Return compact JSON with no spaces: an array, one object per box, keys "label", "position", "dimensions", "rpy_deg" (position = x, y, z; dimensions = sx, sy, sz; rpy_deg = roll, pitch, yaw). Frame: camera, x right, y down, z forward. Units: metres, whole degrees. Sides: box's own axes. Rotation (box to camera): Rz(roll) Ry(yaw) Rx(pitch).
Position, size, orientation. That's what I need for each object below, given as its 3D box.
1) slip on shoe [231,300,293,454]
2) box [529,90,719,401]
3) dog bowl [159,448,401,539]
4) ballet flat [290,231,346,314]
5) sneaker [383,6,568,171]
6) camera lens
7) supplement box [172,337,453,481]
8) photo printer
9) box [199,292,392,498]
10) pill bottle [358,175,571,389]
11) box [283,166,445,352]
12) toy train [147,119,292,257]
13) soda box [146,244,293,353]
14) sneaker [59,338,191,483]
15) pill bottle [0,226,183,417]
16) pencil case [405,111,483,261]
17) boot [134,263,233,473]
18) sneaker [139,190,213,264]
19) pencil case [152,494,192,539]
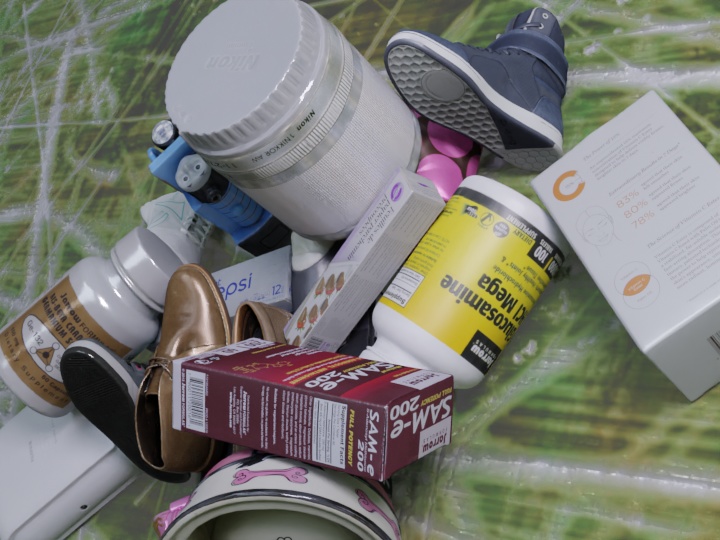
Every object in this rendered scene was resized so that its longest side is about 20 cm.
[{"label":"slip on shoe","position":[-0.092,0.118,0.948],"dimensions":[0.076,0.061,0.200],"rpy_deg":[-18,52,32]},{"label":"box","position":[0.241,-0.022,0.806],"dimensions":[0.124,0.097,0.200],"rpy_deg":[-37,45,15]},{"label":"dog bowl","position":[-0.057,0.222,0.832],"dimensions":[0.200,0.200,0.074],"rpy_deg":[-27,28,24]},{"label":"ballet flat","position":[-0.031,-0.040,1.033],"dimensions":[0.073,0.073,0.200],"rpy_deg":[-4,44,38]},{"label":"sneaker","position":[0.113,-0.199,0.965],"dimensions":[0.077,0.202,0.146],"rpy_deg":[-22,47,49]},{"label":"camera lens","position":[-0.052,-0.130,0.917],"dimensions":[0.160,0.200,0.160],"rpy_deg":[-18,55,27]},{"label":"supplement box","position":[-0.039,0.104,0.819],"dimensions":[0.200,0.109,0.061],"rpy_deg":[8,101,31]},{"label":"photo printer","position":[-0.332,0.206,1.154],"dimensions":[0.200,0.069,0.166],"rpy_deg":[-40,44,12]},{"label":"box","position":[-0.059,0.132,0.991],"dimensions":[0.200,0.050,0.199],"rpy_deg":[-18,51,31]},{"label":"pill bottle","position":[0.083,0.028,0.894],"dimensions":[0.112,0.112,0.200],"rpy_deg":[31,84,47]},{"label":"box","position":[0.000,0.000,0.922],"dimensions":[0.200,0.041,0.039],"rpy_deg":[-55,37,26]},{"label":"toy train","position":[-0.141,-0.090,1.106],"dimensions":[0.087,0.200,0.114],"rpy_deg":[-43,54,8]},{"label":"soda box","position":[-0.135,0.041,1.104],"dimensions":[0.200,0.063,0.068],"rpy_deg":[-19,51,30]},{"label":"sneaker","position":[-0.211,0.108,1.040],"dimensions":[0.084,0.200,0.121],"rpy_deg":[-8,42,25]},{"label":"pill bottle","position":[-0.276,0.051,1.084],"dimensions":[0.200,0.114,0.114],"rpy_deg":[-40,44,7]},{"label":"pencil case","position":[0.067,-0.111,1.016],"dimensions":[0.091,0.094,0.200],"rpy_deg":[-7,59,38]},{"label":"boot","position":[-0.169,0.090,0.975],"dimensions":[0.074,0.075,0.200],"rpy_deg":[-7,80,33]},{"label":"sneaker","position":[-0.207,-0.049,1.206],"dimensions":[0.080,0.070,0.200],"rpy_deg":[-34,31,4]},{"label":"pencil case","position":[-0.139,0.301,0.901],"dimensions":[0.087,0.083,0.200],"rpy_deg":[118,151,-53]}]
